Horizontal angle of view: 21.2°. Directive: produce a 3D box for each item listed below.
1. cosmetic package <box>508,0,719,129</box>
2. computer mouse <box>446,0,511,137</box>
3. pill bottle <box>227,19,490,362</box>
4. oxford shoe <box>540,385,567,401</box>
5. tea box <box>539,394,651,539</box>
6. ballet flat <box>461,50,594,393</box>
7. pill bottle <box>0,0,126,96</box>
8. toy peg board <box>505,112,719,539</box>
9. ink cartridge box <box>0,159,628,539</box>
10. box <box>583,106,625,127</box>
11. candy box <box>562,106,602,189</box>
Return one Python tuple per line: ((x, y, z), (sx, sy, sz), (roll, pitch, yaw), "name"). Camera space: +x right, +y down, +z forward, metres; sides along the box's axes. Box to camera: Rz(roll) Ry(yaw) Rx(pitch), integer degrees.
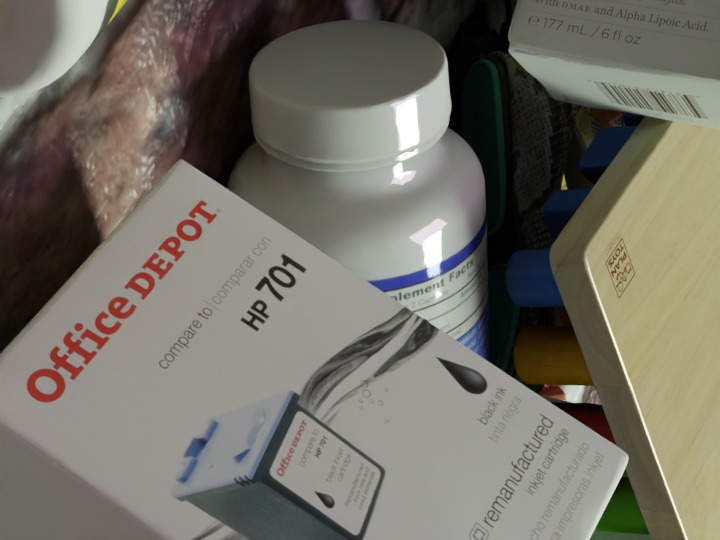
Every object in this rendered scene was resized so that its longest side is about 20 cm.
((0.146, -0.165, 0.799), (0.081, 0.112, 0.201), (30, 73, -65), "cosmetic package")
((0.072, -0.084, 1.035), (0.140, 0.046, 0.202), (9, 82, -60), "computer mouse")
((0.000, 0.000, 0.830), (0.112, 0.111, 0.201), (-49, 142, -48), "pill bottle")
((0.078, 0.029, 1.098), (0.074, 0.070, 0.202), (-158, -113, -74), "oxford shoe")
((0.093, 0.178, 1.012), (0.134, 0.199, 0.198), (-58, 148, -38), "tea box")
((0.083, -0.005, 0.934), (0.072, 0.072, 0.202), (20, 72, -66), "ballet flat")
((-0.082, -0.154, 0.574), (0.200, 0.111, 0.112), (-58, 150, -36), "pill bottle")
((0.132, 0.018, 0.895), (0.200, 0.097, 0.200), (-50, 127, -41), "toy peg board")
((-0.028, 0.077, 0.674), (0.147, 0.199, 0.086), (-53, 176, -43), "ink cartridge box")
((0.148, -0.107, 1.029), (0.200, 0.041, 0.120), (33, 30, -58), "box")
((0.161, -0.080, 1.178), (0.200, 0.055, 0.116), (-53, 168, -43), "candy box")
